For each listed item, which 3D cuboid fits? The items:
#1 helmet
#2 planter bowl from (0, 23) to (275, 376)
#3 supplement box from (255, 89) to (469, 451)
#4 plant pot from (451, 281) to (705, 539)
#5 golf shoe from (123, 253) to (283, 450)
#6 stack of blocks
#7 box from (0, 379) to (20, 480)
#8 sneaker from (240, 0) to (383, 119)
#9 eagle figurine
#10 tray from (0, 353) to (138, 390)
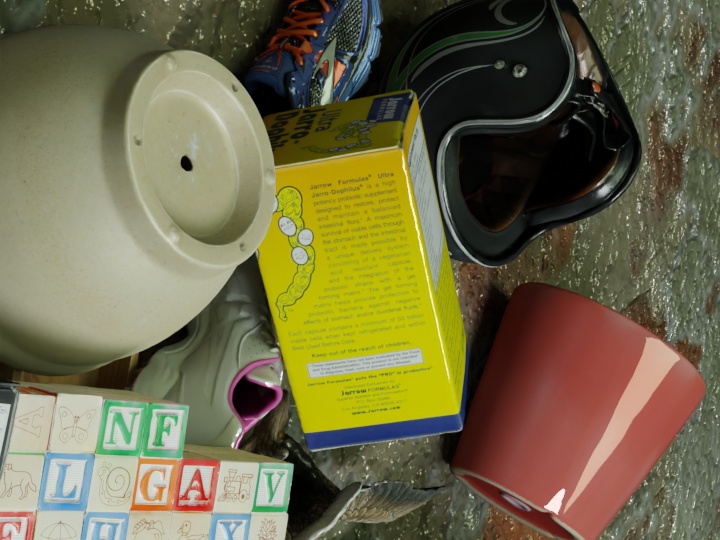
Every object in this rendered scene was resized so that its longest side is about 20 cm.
[{"bbox_3d":[0.099,-0.109,1.073,0.200,0.190,0.201,50,24,-32],"label":"helmet"},{"bbox_3d":[-0.133,-0.050,0.780,0.199,0.134,0.202,20,64,-50],"label":"planter bowl"},{"bbox_3d":[0.000,0.000,0.919,0.109,0.108,0.202,-75,154,-64],"label":"supplement box"},{"bbox_3d":[0.182,0.136,1.251,0.178,0.199,0.200,-58,139,-12],"label":"plant pot"},{"bbox_3d":[-0.082,0.058,0.926,0.201,0.091,0.076,-63,155,-44],"label":"golf shoe"},{"bbox_3d":[-0.130,0.125,0.757,0.199,0.058,0.116,11,86,-45],"label":"stack of blocks"},{"bbox_3d":[-0.281,0.054,0.627,0.199,0.157,0.050,14,86,-52],"label":"box"},{"bbox_3d":[-0.041,-0.139,0.978,0.078,0.075,0.202,17,82,-49],"label":"sneaker"},{"bbox_3d":[-0.031,0.176,1.015,0.200,0.151,0.152,52,36,-38],"label":"eagle figurine"},{"bbox_3d":[-0.189,0.088,0.857,0.098,0.037,0.202,11,88,-53],"label":"tray"}]
